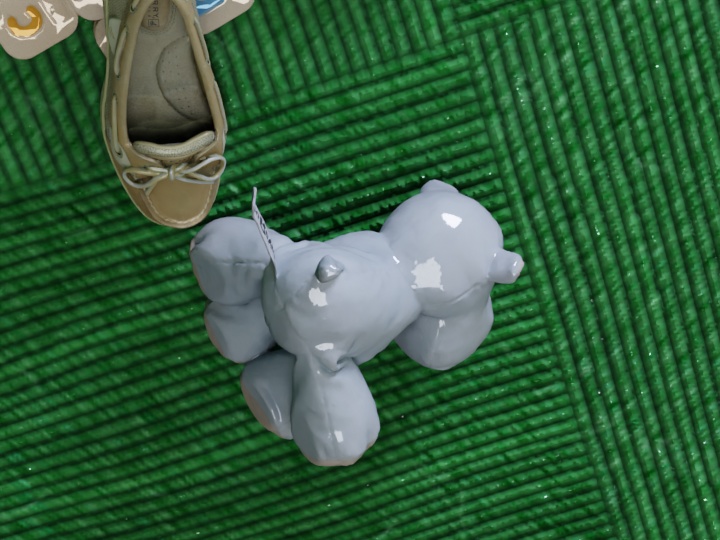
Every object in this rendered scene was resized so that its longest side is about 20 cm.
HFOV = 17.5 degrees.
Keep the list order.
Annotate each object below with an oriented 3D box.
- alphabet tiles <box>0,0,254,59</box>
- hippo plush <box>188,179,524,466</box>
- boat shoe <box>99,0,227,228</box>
[{"bbox_3d":[-0.148,-0.213,1.345,0.195,0.015,0.201,-29,117,9],"label":"alphabet tiles"},{"bbox_3d":[0.000,0.000,1.425,0.160,0.159,0.201,-27,139,-26],"label":"hippo plush"},{"bbox_3d":[-0.114,-0.097,1.367,0.073,0.063,0.202,-6,130,-10],"label":"boat shoe"}]
